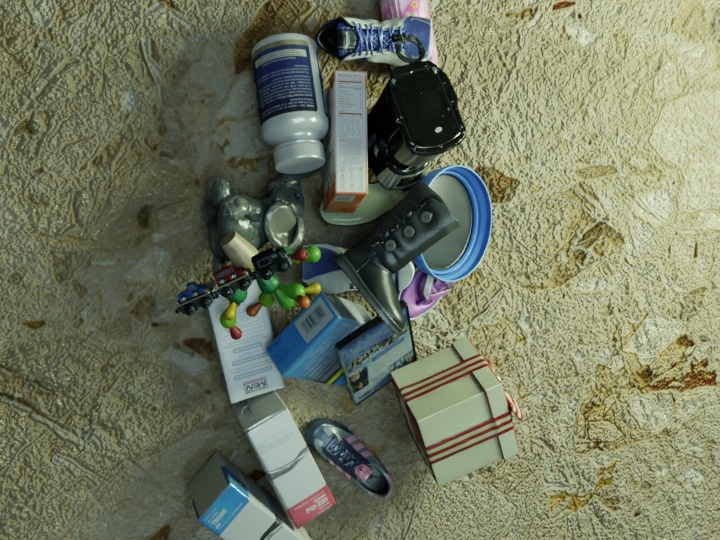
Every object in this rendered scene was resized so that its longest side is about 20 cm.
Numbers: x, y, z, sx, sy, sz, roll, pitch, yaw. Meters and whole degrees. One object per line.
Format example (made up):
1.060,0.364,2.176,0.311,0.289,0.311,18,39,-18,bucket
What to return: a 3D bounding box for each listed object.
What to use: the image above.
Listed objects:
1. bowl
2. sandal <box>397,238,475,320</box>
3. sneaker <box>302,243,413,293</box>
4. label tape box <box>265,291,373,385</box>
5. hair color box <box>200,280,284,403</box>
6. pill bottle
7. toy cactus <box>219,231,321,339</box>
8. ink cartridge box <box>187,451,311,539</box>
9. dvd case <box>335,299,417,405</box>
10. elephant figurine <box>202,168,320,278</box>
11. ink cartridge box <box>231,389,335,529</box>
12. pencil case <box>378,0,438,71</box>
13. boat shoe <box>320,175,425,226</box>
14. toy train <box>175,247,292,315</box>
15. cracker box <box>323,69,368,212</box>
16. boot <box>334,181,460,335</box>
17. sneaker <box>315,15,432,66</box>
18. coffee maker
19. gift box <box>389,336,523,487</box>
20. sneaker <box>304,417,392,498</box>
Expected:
0.154,-0.083,1.549,0.199,0.039,0.204,-9,103,-42,bowl
0.146,0.011,1.616,0.202,0.050,0.083,-42,109,-9,sandal
0.001,0.000,1.541,0.197,0.115,0.082,5,92,10,sneaker
-0.049,0.122,1.522,0.143,0.066,0.199,-46,153,13,label tape box
-0.200,0.111,1.504,0.098,0.061,0.203,-15,103,-17,hair color box
-0.110,-0.263,1.415,0.110,0.111,0.203,-5,78,-18,pill bottle
-0.160,0.013,1.395,0.199,0.103,0.165,-32,121,13,toy cactus
-0.188,0.421,1.513,0.200,0.144,0.084,43,85,-20,ink cartridge box
0.032,0.146,1.551,0.142,0.018,0.201,-33,146,-14,dvd case
-0.149,-0.092,1.455,0.198,0.142,0.156,-4,141,-28,elephant figurine
-0.133,0.312,1.514,0.084,0.146,0.202,-30,108,-11,ink cartridge box
0.076,-0.423,1.501,0.086,0.087,0.203,-15,103,-16,pencil case
0.020,-0.119,1.542,0.199,0.061,0.072,-19,81,-16,boat shoe
-0.197,0.014,1.345,0.198,0.034,0.046,-25,100,8,toy train
-0.026,-0.206,1.444,0.057,0.134,0.203,1,80,-9,cracker box
0.081,-0.020,1.433,0.199,0.066,0.165,-39,81,-1,boot
0.013,-0.367,1.428,0.197,0.115,0.082,5,108,14,sneaker
0.076,-0.250,1.449,0.133,0.200,0.195,5,78,-15,coffee maker
0.179,0.254,1.593,0.185,0.185,0.202,-23,125,-5,gift box
-0.014,0.338,1.595,0.200,0.082,0.070,40,85,-20,sneaker
